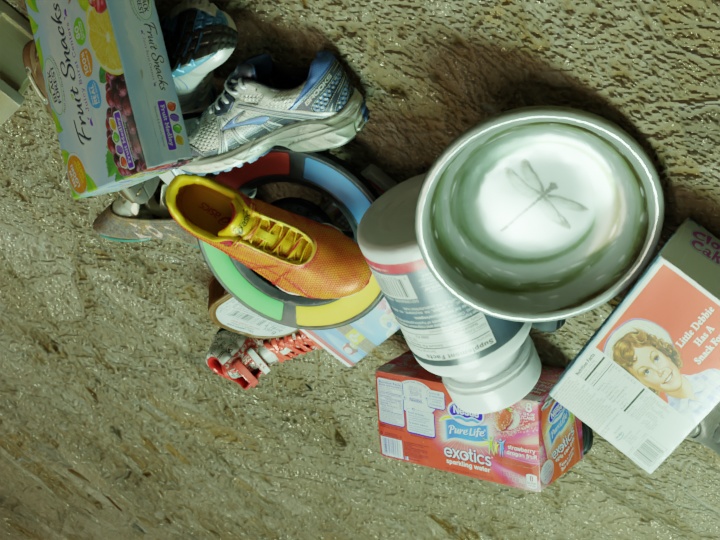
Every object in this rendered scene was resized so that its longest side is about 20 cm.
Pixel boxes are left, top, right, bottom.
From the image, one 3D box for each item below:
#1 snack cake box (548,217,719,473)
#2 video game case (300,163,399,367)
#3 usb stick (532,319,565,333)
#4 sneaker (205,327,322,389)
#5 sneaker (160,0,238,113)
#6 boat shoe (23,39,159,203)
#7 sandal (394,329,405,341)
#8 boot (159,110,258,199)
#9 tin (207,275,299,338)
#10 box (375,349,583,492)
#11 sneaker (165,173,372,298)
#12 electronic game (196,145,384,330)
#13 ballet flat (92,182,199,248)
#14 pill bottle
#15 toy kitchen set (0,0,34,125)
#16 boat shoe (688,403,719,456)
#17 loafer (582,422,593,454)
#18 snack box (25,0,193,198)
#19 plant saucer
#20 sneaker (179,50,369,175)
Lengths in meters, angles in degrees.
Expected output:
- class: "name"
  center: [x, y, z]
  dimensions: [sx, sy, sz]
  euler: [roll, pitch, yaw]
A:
- class: "snack cake box"
  center: [0.257, 0.066, 1.234]
  dimensions: [0.115, 0.067, 0.200]
  euler: [39, 135, 8]
- class: "video game case"
  center: [0.000, 0.000, 1.418]
  dimensions: [0.143, 0.018, 0.200]
  euler: [38, 127, -17]
- class: "usb stick"
  center: [0.164, -0.006, 1.318]
  dimensions: [0.055, 0.033, 0.201]
  euler: [21, 152, 15]
- class: "sneaker"
  center: [-0.085, 0.083, 1.628]
  dimensions: [0.200, 0.108, 0.067]
  euler: [3, 143, 41]
- class: "sneaker"
  center: [-0.153, -0.181, 1.309]
  dimensions: [0.086, 0.076, 0.199]
  euler: [30, 159, -30]
- class: "boat shoe"
  center: [-0.258, -0.150, 1.429]
  dimensions: [0.071, 0.076, 0.201]
  euler: [5, 134, 35]
- class: "sandal"
  center: [0.091, 0.057, 1.480]
  dimensions: [0.080, 0.058, 0.200]
  euler: [43, 166, -35]
- class: "boot"
  center: [-0.121, -0.085, 1.429]
  dimensions: [0.090, 0.073, 0.200]
  euler: [-10, 149, 24]
- class: "tin"
  center: [-0.079, 0.018, 1.523]
  dimensions: [0.111, 0.042, 0.200]
  euler: [17, 147, -33]
- class: "box"
  center: [0.121, 0.147, 1.514]
  dimensions: [0.199, 0.095, 0.101]
  euler: [8, 111, 36]
- class: "sneaker"
  center: [-0.085, -0.026, 1.305]
  dimensions: [0.198, 0.074, 0.077]
  euler: [21, -179, 6]
- class: "electronic game"
  center: [-0.061, -0.030, 1.372]
  dimensions: [0.198, 0.042, 0.201]
  euler: [10, 126, 14]
- class: "ballet flat"
  center: [-0.208, -0.067, 1.561]
  dimensions: [0.198, 0.068, 0.068]
  euler: [6, 126, 29]
- class: "pill bottle"
  center: [0.087, 0.023, 1.312]
  dimensions: [0.119, 0.120, 0.201]
  euler: [3, 132, 41]
- class: "toy kitchen set"
  center: [-0.440, -0.196, 1.442]
  dimensions: [0.200, 0.164, 0.180]
  euler: [39, 151, -18]
- class: "boat shoe"
  center: [0.319, 0.113, 1.319]
  dimensions: [0.200, 0.072, 0.076]
  euler: [44, 136, 19]
- class: "loafer"
  center: [0.165, 0.172, 1.597]
  dimensions: [0.199, 0.069, 0.070]
  euler: [-1, 175, 36]
- class: "snack box"
  center: [-0.220, -0.174, 1.267]
  dimensions: [0.142, 0.053, 0.202]
  euler: [-13, 91, 54]
- class: "plant saucer"
  center: [0.142, -0.052, 1.190]
  dimensions: [0.198, 0.050, 0.202]
  euler: [1, 124, 1]
- class: "sneaker"
  center: [-0.094, -0.145, 1.274]
  dimensions: [0.198, 0.077, 0.086]
  euler: [-12, 121, 20]
